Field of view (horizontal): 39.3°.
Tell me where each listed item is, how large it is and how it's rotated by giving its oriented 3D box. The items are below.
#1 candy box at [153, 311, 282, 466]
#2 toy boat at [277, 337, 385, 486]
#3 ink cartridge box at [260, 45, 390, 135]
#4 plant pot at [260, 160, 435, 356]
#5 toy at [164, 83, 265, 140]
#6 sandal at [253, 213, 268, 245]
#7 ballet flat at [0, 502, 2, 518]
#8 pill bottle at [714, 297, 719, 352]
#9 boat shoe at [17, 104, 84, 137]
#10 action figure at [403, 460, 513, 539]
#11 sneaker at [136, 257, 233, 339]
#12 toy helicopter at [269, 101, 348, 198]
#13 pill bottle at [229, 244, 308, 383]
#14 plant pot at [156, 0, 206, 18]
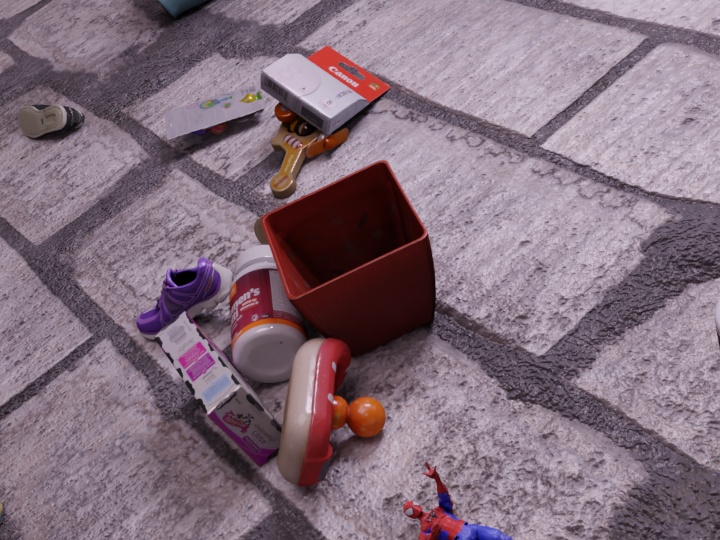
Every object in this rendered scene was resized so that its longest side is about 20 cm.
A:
[{"bbox_3d":[-0.190,0.159,1.372,0.061,0.136,0.200,-41,41,-7],"label":"candy box"},{"bbox_3d":[-0.032,0.182,1.301,0.131,0.131,0.200,9,44,-5],"label":"toy boat"},{"bbox_3d":[-0.059,-0.347,1.833,0.162,0.057,0.200,36,55,15],"label":"ink cartridge box"},{"bbox_3d":[0.000,0.000,1.414,0.200,0.176,0.200,-25,40,0],"label":"plant pot"},{"bbox_3d":[-0.283,-0.302,1.990,0.200,0.047,0.115,-21,37,1],"label":"toy"},{"bbox_3d":[-0.060,-0.064,1.618,0.211,0.078,0.070,1,15,19],"label":"sandal"},{"bbox_3d":[-0.587,0.386,1.395,0.071,0.071,0.200,24,60,43],"label":"ballet flat"},{"bbox_3d":[0.437,0.105,1.051,0.111,0.200,0.111,-15,41,13],"label":"pill bottle"},{"bbox_3d":[-0.693,-0.334,2.241,0.200,0.072,0.068,4,11,40],"label":"boat shoe"},{"bbox_3d":[0.119,0.283,1.112,0.200,0.099,0.065,14,53,41],"label":"action figure"},{"bbox_3d":[-0.286,0.035,1.574,0.200,0.083,0.081,-34,31,29],"label":"sneaker"},{"bbox_3d":[-0.104,-0.212,1.796,0.132,0.079,0.200,7,60,22],"label":"toy helicopter"},{"bbox_3d":[-0.137,0.059,1.474,0.109,0.110,0.200,-20,40,7],"label":"pill bottle"},{"bbox_3d":[-0.426,-0.715,2.412,0.188,0.200,0.200,-45,41,2],"label":"plant pot"}]
